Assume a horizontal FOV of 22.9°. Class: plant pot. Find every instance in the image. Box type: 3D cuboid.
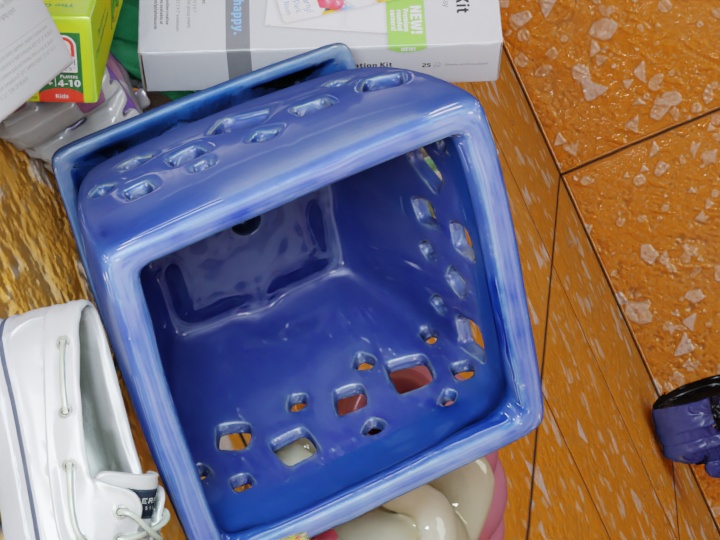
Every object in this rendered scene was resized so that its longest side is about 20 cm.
[{"bbox_3d":[-0.041,0.002,0.917,0.180,0.200,0.200,47,-24,56],"label":"plant pot"}]

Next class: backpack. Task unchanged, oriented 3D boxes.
[{"bbox_3d":[0.591,0.260,2.957,0.163,0.200,0.168,6,72,-77],"label":"backpack"}]

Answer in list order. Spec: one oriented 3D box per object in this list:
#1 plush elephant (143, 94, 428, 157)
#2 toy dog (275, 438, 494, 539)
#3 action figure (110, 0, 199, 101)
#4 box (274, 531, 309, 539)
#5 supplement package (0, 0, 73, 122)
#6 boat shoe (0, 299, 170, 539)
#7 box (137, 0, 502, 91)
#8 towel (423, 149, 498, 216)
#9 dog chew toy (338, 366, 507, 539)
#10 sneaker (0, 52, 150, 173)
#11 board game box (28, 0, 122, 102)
[{"bbox_3d":[-0.058,-0.085,1.145,0.155,0.165,0.200,65,12,-1],"label":"plush elephant"},{"bbox_3d":[-0.017,0.186,1.011,0.200,0.140,0.194,-32,136,-77],"label":"toy dog"},{"bbox_3d":[-0.101,-0.135,1.048,0.055,0.200,0.118,94,8,-80],"label":"action figure"},{"bbox_3d":[-0.068,0.233,0.673,0.193,0.122,0.200,66,22,-3],"label":"box"},{"bbox_3d":[-0.223,-0.136,0.703,0.120,0.121,0.200,-70,137,-69],"label":"supplement package"},{"bbox_3d":[-0.123,0.109,0.812,0.200,0.067,0.074,69,14,5],"label":"boat shoe"},{"bbox_3d":[-0.025,-0.177,1.013,0.041,0.200,0.156,93,-4,-61],"label":"box"},{"bbox_3d":[0.000,0.000,1.138,0.023,0.200,0.153,44,27,10],"label":"towel"},{"bbox_3d":[0.050,0.156,1.293,0.200,0.125,0.125,65,12,-46],"label":"dog chew toy"},{"bbox_3d":[-0.140,-0.068,1.008,0.200,0.080,0.088,58,9,-31],"label":"sneaker"},{"bbox_3d":[-0.176,-0.154,0.924,0.200,0.102,0.048,-90,-179,-57],"label":"board game box"}]
